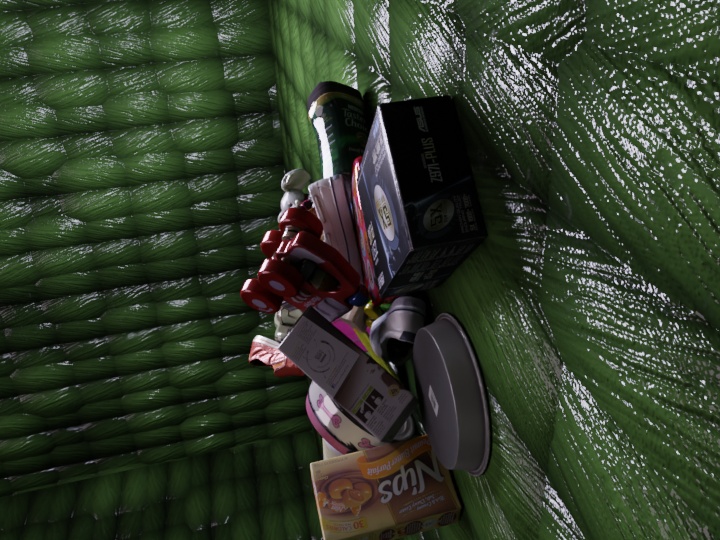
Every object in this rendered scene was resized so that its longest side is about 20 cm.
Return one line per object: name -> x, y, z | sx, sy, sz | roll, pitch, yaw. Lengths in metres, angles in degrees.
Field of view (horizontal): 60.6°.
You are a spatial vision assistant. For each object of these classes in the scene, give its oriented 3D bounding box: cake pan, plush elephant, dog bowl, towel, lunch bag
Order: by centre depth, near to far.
cake pan -> 0.109, 0.159, 0.783 | 0.200, 0.036, 0.207 | 171, 91, -80
lunch bag -> 0.036, -0.055, 0.919 | 0.177, 0.079, 0.206 | 100, 160, -71
dog bowl -> -0.007, 0.235, 1.033 | 0.074, 0.197, 0.201 | -52, 28, 15
towel -> 0.010, 0.129, 1.112 | 0.202, 0.018, 0.086 | 55, 172, 7
plush elephant -> -0.126, -0.153, 1.493 | 0.203, 0.150, 0.168 | -110, 15, -45

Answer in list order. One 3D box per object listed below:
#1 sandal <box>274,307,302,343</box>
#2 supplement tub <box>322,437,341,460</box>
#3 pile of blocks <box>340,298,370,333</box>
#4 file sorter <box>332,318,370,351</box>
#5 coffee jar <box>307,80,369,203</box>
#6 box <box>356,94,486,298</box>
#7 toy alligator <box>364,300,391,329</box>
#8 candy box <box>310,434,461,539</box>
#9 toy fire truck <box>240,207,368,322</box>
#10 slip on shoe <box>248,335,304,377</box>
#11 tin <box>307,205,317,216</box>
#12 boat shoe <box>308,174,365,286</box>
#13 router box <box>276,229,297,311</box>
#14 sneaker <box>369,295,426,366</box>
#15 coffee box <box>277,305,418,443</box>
sandal -> -0.140, 0.102, 1.282 | 0.201, 0.077, 0.059 | -123, 37, -76
supplement tub -> -0.011, 0.360, 1.308 | 0.147, 0.140, 0.204 | -110, 15, -46
pile of blocks -> 0.000, 0.000, 1.058 | 0.081, 0.061, 0.206 | 6, -81, -59
file sorter -> -0.052, 0.065, 1.240 | 0.126, 0.135, 0.206 | 62, -164, -74
coffee jar -> -0.028, -0.220, 1.042 | 0.085, 0.102, 0.205 | -38, 56, 42
box -> 0.060, -0.077, 0.729 | 0.200, 0.083, 0.169 | 117, 143, -72
toy alligator -> 0.045, 0.083, 1.051 | 0.053, 0.060, 0.202 | 27, 150, 22
candy box -> 0.033, 0.316, 0.877 | 0.056, 0.194, 0.117 | 91, 166, -48
toy fire truck -> -0.074, 0.011, 0.920 | 0.199, 0.165, 0.115 | -34, 32, 56
slip on shoe -> -0.141, 0.185, 1.209 | 0.063, 0.196, 0.074 | -66, -33, -16
tin -> -0.060, -0.065, 1.121 | 0.114, 0.197, 0.042 | 64, -171, 30
boat shoe -> -0.038, -0.043, 0.965 | 0.071, 0.068, 0.206 | -82, -21, -75
router box -> -0.067, -0.027, 1.161 | 0.051, 0.195, 0.153 | 43, -148, -65
sneaker -> 0.049, 0.108, 0.933 | 0.201, 0.071, 0.073 | 105, 180, -63
coffee box -> -0.015, 0.153, 0.898 | 0.198, 0.080, 0.113 | 38, 173, 17
